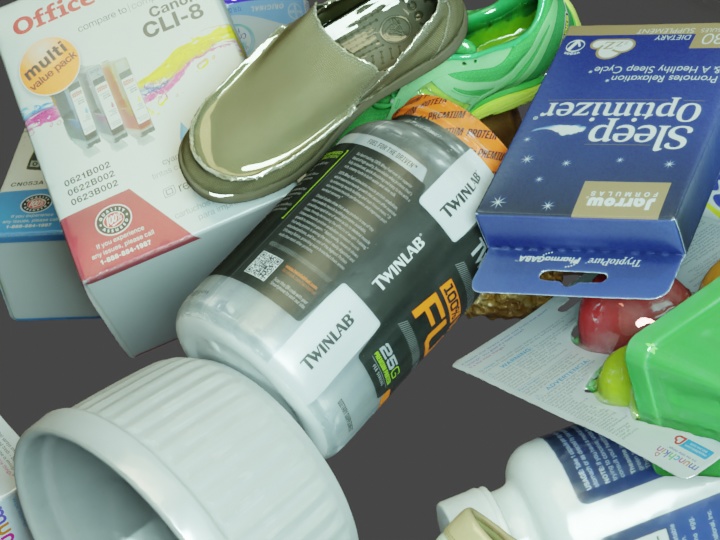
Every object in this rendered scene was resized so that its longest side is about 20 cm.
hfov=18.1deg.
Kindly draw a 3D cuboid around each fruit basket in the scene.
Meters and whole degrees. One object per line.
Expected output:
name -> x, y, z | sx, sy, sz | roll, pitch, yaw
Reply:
fruit basket -> 0.177, 0.039, 1.229 | 0.185, 0.094, 0.199 | -33, 25, -24

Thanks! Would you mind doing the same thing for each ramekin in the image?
ramekin -> -0.091, 0.143, 1.254 | 0.199, 0.201, 0.105 | 27, 51, 38

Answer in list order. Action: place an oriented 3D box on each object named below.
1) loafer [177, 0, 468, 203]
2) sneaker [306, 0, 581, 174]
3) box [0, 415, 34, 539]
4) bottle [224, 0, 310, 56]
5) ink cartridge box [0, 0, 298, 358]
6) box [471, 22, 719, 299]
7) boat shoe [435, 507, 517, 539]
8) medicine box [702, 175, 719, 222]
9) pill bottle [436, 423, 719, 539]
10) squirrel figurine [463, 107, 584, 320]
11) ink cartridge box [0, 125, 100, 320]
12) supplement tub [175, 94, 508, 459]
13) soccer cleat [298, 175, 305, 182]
loafer -> -0.025, -0.117, 1.312 | 0.200, 0.068, 0.076 | -39, 71, -11
sneaker -> 0.044, -0.118, 1.391 | 0.199, 0.084, 0.074 | -35, 46, -8
box -> -0.297, 0.144, 1.388 | 0.176, 0.097, 0.200 | -32, 44, -20
bottle -> -0.063, -0.104, 1.548 | 0.083, 0.065, 0.202 | -8, 80, -13
ink cartridge box -> -0.126, -0.080, 1.422 | 0.144, 0.145, 0.201 | -23, 67, -1
box -> 0.142, -0.065, 1.255 | 0.120, 0.033, 0.201 | 2, 46, 30
boat shoe -> 0.122, 0.190, 1.172 | 0.199, 0.067, 0.074 | 27, 12, -7
medicine box -> 0.288, -0.046, 1.318 | 0.199, 0.182, 0.103 | 2, 50, 50
pill bottle -> 0.148, 0.134, 1.261 | 0.198, 0.112, 0.111 | -20, 41, -7
squirrel figurine -> 0.110, -0.023, 1.447 | 0.186, 0.142, 0.200 | 29, 53, 24
ink cartridge box -> -0.166, -0.064, 1.592 | 0.144, 0.084, 0.201 | -3, 42, 13
supplement tub -> 0.000, 0.000, 1.290 | 0.122, 0.123, 0.200 | 27, 65, 38
soccer cleat -> 0.020, -0.119, 1.506 | 0.085, 0.069, 0.201 | -9, 45, 57
